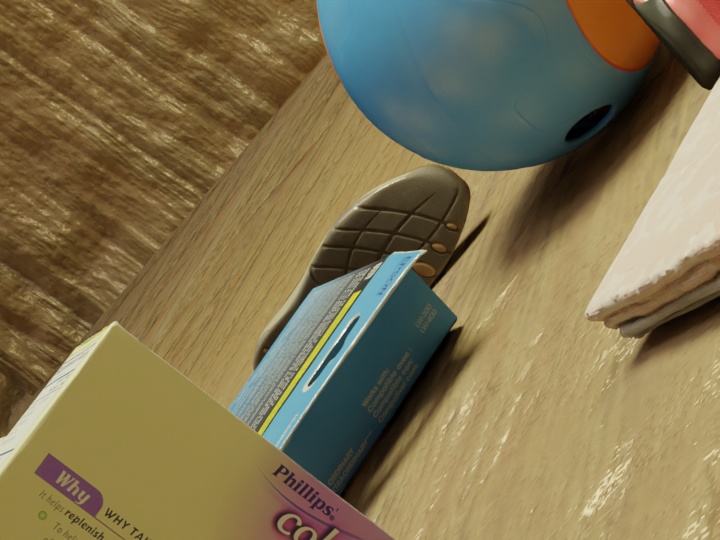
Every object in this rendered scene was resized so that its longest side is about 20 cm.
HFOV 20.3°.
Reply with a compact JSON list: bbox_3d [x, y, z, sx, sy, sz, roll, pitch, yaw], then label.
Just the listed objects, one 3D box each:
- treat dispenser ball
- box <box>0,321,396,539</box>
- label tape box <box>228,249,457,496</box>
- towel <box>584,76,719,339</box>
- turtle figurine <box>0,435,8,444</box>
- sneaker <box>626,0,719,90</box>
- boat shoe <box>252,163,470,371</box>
[{"bbox_3d":[0.075,-0.157,1.142,0.201,0.201,0.201,-50,9,11],"label":"treat dispenser ball"},{"bbox_3d":[-0.107,0.157,0.880,0.200,0.176,0.097,-55,10,-18],"label":"box"},{"bbox_3d":[-0.015,0.070,1.142,0.143,0.066,0.200,-55,11,-17],"label":"label tape box"},{"bbox_3d":[0.183,-0.070,0.786,0.191,0.032,0.200,-57,9,-26],"label":"towel"},{"bbox_3d":[-0.189,0.173,1.251,0.194,0.144,0.200,66,-134,-75],"label":"turtle figurine"},{"bbox_3d":[0.184,-0.156,0.964,0.087,0.074,0.200,-39,7,31],"label":"sneaker"},{"bbox_3d":[0.000,0.000,1.322,0.200,0.076,0.072,-46,8,26],"label":"boat shoe"}]
